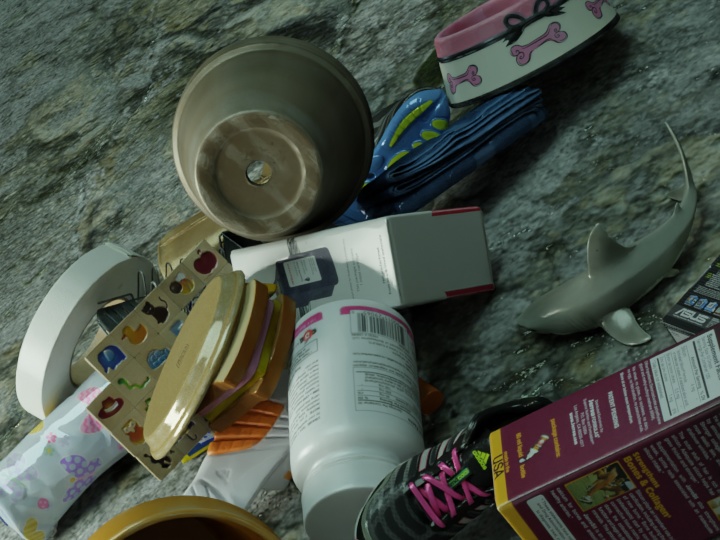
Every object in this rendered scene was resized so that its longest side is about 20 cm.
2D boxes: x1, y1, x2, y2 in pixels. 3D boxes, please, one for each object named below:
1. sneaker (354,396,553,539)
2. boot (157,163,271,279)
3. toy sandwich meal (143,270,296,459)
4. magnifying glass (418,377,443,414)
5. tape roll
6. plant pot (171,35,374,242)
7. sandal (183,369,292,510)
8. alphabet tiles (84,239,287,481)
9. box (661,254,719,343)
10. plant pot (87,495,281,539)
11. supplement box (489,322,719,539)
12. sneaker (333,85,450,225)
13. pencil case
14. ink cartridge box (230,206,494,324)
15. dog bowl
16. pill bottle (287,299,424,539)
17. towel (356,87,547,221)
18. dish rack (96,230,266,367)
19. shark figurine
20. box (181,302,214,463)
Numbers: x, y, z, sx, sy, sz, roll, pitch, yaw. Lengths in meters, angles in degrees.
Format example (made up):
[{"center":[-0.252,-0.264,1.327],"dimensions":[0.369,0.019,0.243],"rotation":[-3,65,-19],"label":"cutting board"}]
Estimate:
[{"center":[0.080,0.155,1.285],"dimensions":[0.200,0.074,0.087],"rotation":[-31,-12,-19],"label":"sneaker"},{"center":[-0.143,-0.079,1.925],"dimensions":[0.200,0.066,0.175],"rotation":[-32,30,14],"label":"boot"},{"center":[-0.126,0.087,1.506],"dimensions":[0.205,0.070,0.205],"rotation":[-59,14,24],"label":"toy sandwich meal"},{"center":[0.018,0.091,1.554],"dimensions":[0.080,0.022,0.200],"rotation":[-44,31,-10],"label":"magnifying glass"},{"center":[-0.284,0.068,1.758],"dimensions":[0.037,0.203,0.203],"rotation":[26,63,19],"label":"tape roll"},{"center":[-0.088,-0.107,1.571],"dimensions":[0.200,0.200,0.174],"rotation":[-32,13,11],"label":"plant pot"},{"center":[-0.104,0.182,1.516],"dimensions":[0.079,0.059,0.207],"rotation":[26,74,30],"label":"sandal"},{"center":[-0.158,0.096,1.603],"dimensions":[0.200,0.167,0.008],"rotation":[-46,2,-19],"label":"alphabet tiles"},{"center":[0.348,0.020,1.263],"dimensions":[0.160,0.044,0.200],"rotation":[-46,30,-14],"label":"box"},{"center":[-0.151,0.267,1.347],"dimensions":[0.200,0.200,0.183],"rotation":[-42,15,-6],"label":"plant pot"},{"center":[0.205,0.135,1.193],"dimensions":[0.200,0.110,0.086],"rotation":[-28,30,17],"label":"supplement box"},{"center":[0.022,-0.121,1.785],"dimensions":[0.200,0.071,0.083],"rotation":[-43,11,21],"label":"sneaker"},{"center":[-0.290,0.183,1.698],"dimensions":[0.200,0.091,0.083],"rotation":[-45,-5,-11],"label":"pencil case"},{"center":[0.000,0.000,1.569],"dimensions":[0.200,0.085,0.145],"rotation":[-11,-2,40],"label":"ink cartridge box"},{"center":[0.165,-0.248,1.745],"dimensions":[0.200,0.074,0.200],"rotation":[-27,11,6],"label":"dog bowl"},{"center":[-0.004,0.132,1.414],"dimensions":[0.113,0.113,0.200],"rotation":[-26,41,21],"label":"pill bottle"},{"center":[0.088,-0.117,1.679],"dimensions":[0.200,0.049,0.112],"rotation":[-36,7,-20],"label":"towel"},{"center":[-0.160,0.032,1.690],"dimensions":[0.200,0.055,0.153],"rotation":[-18,34,-31],"label":"dish rack"},{"center":[0.228,-0.025,1.418],"dimensions":[0.214,0.090,0.128],"rotation":[-45,31,-8],"label":"shark figurine"},{"center":[-0.182,0.104,1.707],"dimensions":[0.064,0.070,0.200],"rotation":[-33,30,8],"label":"box"}]
